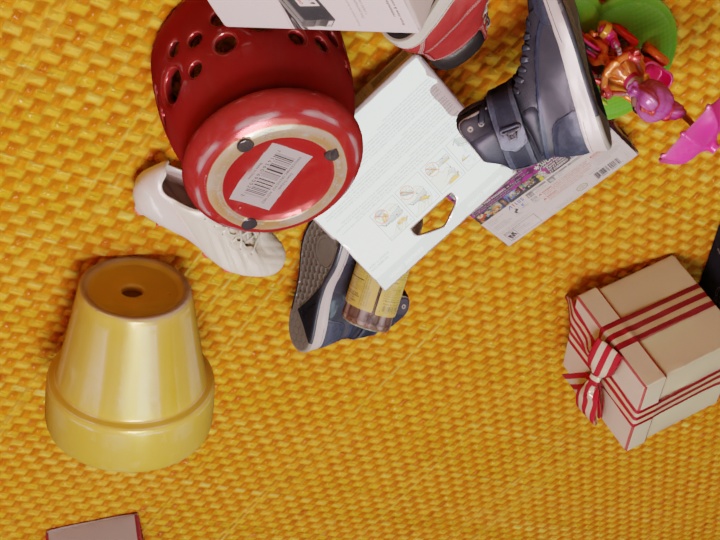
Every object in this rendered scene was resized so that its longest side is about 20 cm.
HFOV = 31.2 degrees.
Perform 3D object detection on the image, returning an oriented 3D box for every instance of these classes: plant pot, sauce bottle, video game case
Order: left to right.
[{"bbox_3d":[-0.264,0.097,1.493,0.198,0.202,0.191,-3,124,-18],"label":"plant pot"},{"bbox_3d":[-0.094,-0.151,1.256,0.197,0.184,0.202,-12,143,-9],"label":"plant pot"},{"bbox_3d":[0.036,-0.032,1.477,0.064,0.065,0.203,13,100,-33],"label":"sauce bottle"},{"bbox_3d":[0.201,-0.129,1.510,0.199,0.036,0.181,-37,138,21],"label":"video game case"}]

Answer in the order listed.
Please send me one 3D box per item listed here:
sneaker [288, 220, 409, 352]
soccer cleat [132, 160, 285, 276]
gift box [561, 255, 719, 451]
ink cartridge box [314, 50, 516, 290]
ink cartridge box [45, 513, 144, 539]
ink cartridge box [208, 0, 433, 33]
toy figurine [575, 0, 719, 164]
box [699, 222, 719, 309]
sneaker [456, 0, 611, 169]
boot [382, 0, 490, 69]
[{"bbox_3d":[-0.001,0.000,1.562,0.144,0.077,0.204,-7,129,-33],"label":"sneaker"},{"bbox_3d":[-0.157,-0.053,1.413,0.198,0.070,0.077,29,141,-27],"label":"soccer cleat"},{"bbox_3d":[0.374,0.110,1.755,0.185,0.201,0.186,-23,141,-18],"label":"gift box"},{"bbox_3d":[0.038,-0.107,1.383,0.200,0.045,0.176,-41,113,9],"label":"ink cartridge box"},{"bbox_3d":[-0.383,0.489,1.938,0.142,0.147,0.201,-10,142,-10],"label":"ink cartridge box"},{"bbox_3d":[-0.027,-0.283,1.083,0.197,0.146,0.084,8,153,28],"label":"ink cartridge box"},{"bbox_3d":[0.296,-0.191,1.330,0.198,0.185,0.151,22,112,-37],"label":"toy figurine"},{"bbox_3d":[0.545,0.030,1.745,0.105,0.150,0.201,-9,142,-9],"label":"box"},{"bbox_3d":[0.154,-0.200,1.278,0.144,0.077,0.205,-12,105,21],"label":"sneaker"},{"bbox_3d":[0.117,-0.291,1.272,0.200,0.073,0.144,-49,154,16],"label":"boot"}]
